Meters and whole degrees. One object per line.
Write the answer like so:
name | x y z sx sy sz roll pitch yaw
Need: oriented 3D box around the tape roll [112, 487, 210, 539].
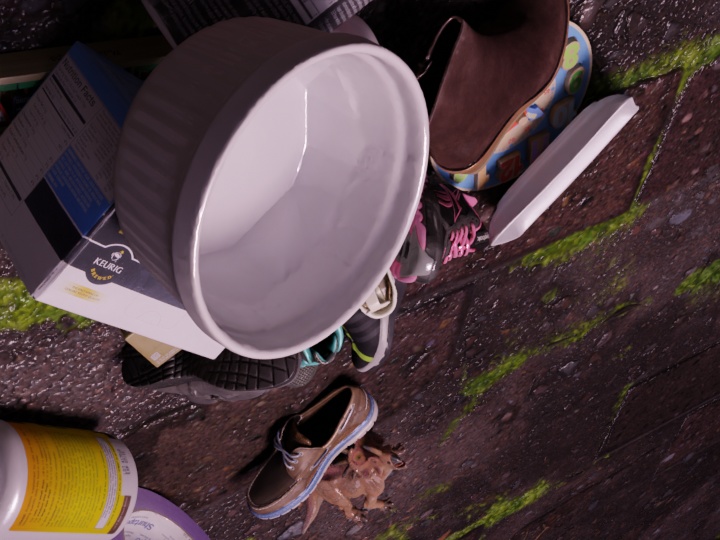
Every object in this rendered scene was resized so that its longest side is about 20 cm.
tape roll | -0.223 0.331 1.229 0.066 0.201 0.199 -43 148 13

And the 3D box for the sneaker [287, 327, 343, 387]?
sneaker | -0.058 0.070 1.164 0.077 0.092 0.202 -23 146 -20

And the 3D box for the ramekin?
ramekin | -0.058 -0.059 0.705 0.199 0.104 0.203 -32 137 -35

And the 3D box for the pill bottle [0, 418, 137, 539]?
pill bottle | -0.308 0.197 1.056 0.109 0.110 0.199 -47 148 15

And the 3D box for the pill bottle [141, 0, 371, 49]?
pill bottle | -0.044 -0.209 0.769 0.199 0.107 0.106 -37 149 2

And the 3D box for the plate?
plate | 0.212 -0.112 1.210 0.200 0.032 0.200 -48 171 15

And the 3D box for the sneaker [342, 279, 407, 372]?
sneaker | -0.005 0.031 1.215 0.081 0.072 0.202 0 137 -11

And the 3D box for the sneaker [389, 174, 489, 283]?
sneaker | 0.078 -0.039 1.064 0.094 0.201 0.080 18 113 -4

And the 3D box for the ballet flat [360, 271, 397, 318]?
ballet flat | 0.000 0.000 1.040 0.069 0.070 0.200 -38 160 1

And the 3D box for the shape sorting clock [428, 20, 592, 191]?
shape sorting clock | 0.151 -0.160 1.130 0.198 0.039 0.202 -27 147 -19

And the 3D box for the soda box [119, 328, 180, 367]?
soda box | -0.129 -0.007 1.019 0.199 0.064 0.068 -36 149 -2

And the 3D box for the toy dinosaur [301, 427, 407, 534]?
toy dinosaur | -0.019 0.262 1.471 0.198 0.087 0.135 -30 141 19

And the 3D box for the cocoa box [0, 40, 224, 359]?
cocoa box | -0.152 -0.044 0.827 0.131 0.134 0.199 -47 148 10

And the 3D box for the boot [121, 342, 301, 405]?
boot | -0.117 0.091 1.092 0.197 0.071 0.131 -1 164 30

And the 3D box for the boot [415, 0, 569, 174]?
boot | 0.110 -0.181 0.960 0.203 0.072 0.166 -64 158 0

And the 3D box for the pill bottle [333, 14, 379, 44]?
pill bottle | -0.014 -0.120 0.938 0.111 0.112 0.200 -37 156 0

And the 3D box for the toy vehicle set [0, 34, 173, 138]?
toy vehicle set | -0.209 -0.107 0.843 0.197 0.027 0.125 -16 142 -32

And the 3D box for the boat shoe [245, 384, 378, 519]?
boat shoe | -0.070 0.208 1.361 0.200 0.072 0.072 -47 145 -5
